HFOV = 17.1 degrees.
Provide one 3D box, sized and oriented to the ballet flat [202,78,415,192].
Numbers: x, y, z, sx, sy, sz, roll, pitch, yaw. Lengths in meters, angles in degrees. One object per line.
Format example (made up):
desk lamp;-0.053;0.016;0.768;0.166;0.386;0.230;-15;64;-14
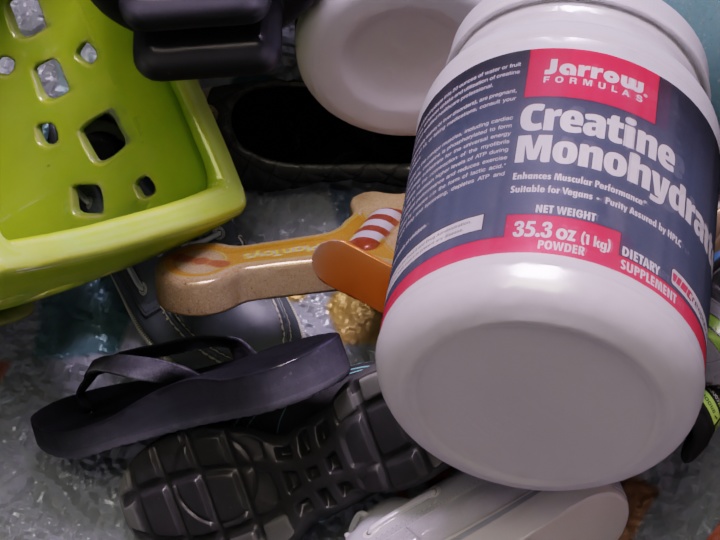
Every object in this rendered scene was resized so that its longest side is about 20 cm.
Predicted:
ballet flat;-0.012;-0.077;1.259;0.198;0.057;0.067;3;64;12

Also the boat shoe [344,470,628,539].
boat shoe;0.028;0.136;1.137;0.199;0.072;0.069;-32;46;-5

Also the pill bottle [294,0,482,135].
pill bottle;0.021;-0.176;1.237;0.111;0.113;0.201;-7;47;6

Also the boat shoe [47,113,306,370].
boat shoe;-0.100;-0.014;1.238;0.073;0.062;0.200;-35;63;-12

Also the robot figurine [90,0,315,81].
robot figurine;-0.073;-0.189;1.149;0.124;0.150;0.201;18;55;-30

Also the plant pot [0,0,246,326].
plant pot;-0.207;-0.065;1.162;0.181;0.199;0.201;-30;83;33

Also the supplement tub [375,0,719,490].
supplement tub;0.087;-0.018;1.055;0.139;0.141;0.201;2;49;11

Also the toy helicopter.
toy helicopter;0.000;0.000;1.161;0.198;0.079;0.133;-8;29;-5

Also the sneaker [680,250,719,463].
sneaker;0.160;0.044;1.111;0.199;0.071;0.083;-27;45;2

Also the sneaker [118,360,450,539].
sneaker;-0.024;0.092;1.166;0.199;0.079;0.076;-19;94;23

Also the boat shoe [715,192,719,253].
boat shoe;0.165;-0.006;1.186;0.199;0.072;0.065;-27;28;-7

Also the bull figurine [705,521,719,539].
bull figurine;0.229;0.089;1.112;0.065;0.121;0.201;37;78;-22

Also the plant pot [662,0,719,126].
plant pot;0.158;-0.121;1.197;0.199;0.200;0.136;30;106;23

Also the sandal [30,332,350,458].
sandal;-0.084;0.050;1.159;0.199;0.076;0.043;-16;98;41
